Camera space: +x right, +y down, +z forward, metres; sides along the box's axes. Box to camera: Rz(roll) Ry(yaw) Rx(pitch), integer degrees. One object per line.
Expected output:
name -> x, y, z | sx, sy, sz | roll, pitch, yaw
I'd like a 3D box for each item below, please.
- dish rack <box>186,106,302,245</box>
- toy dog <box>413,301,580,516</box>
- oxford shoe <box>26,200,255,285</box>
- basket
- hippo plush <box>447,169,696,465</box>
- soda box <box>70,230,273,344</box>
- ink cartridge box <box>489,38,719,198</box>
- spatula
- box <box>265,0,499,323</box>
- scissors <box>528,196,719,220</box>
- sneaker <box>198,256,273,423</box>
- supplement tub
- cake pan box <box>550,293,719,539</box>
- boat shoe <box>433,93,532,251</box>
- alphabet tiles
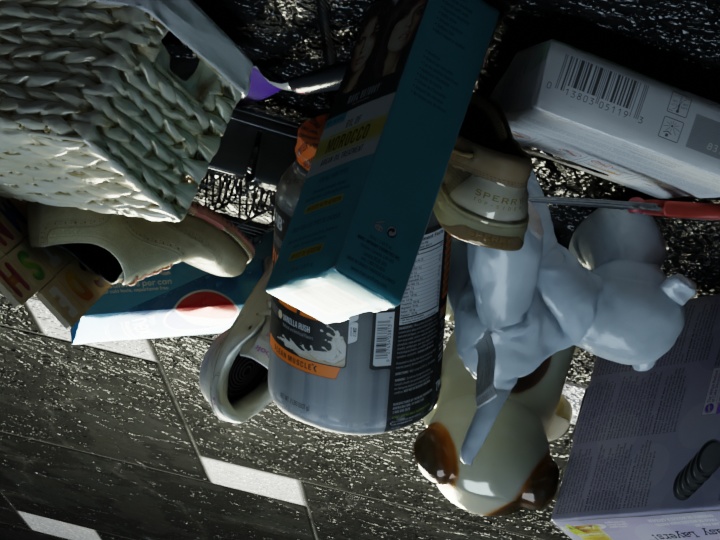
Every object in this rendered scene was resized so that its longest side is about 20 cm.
dish rack -> -0.108, -0.069, 1.563 | 0.153, 0.055, 0.200 | 16, 165, -19
toy dog -> 0.115, 0.091, 1.631 | 0.139, 0.200, 0.194 | 20, 161, -15
oxford shoe -> -0.161, -0.020, 1.530 | 0.200, 0.074, 0.071 | 20, 161, -39
basket -> -0.194, -0.118, 1.388 | 0.200, 0.124, 0.136 | 8, 160, 32
hippo plush -> 0.145, 0.005, 1.444 | 0.160, 0.200, 0.159 | 0, 143, -9
soda box -> -0.130, 0.010, 1.682 | 0.200, 0.068, 0.064 | -4, 158, -16
ink cartridge box -> 0.160, -0.091, 1.358 | 0.161, 0.050, 0.200 | 19, 179, -11
spatula -> -0.048, -0.126, 1.409 | 0.056, 0.021, 0.200 | 25, 168, -34
box -> 0.014, -0.071, 1.257 | 0.049, 0.200, 0.082 | 29, 157, -25
scissors -> 0.193, -0.042, 1.382 | 0.073, 0.014, 0.200 | 6, -179, 41
sneaker -> -0.049, 0.034, 1.610 | 0.075, 0.200, 0.100 | 31, -172, -12
supplement tub -> 0.000, 0.000, 1.457 | 0.122, 0.200, 0.123 | 3, -157, -1
cake pan box -> 0.244, 0.104, 1.572 | 0.184, 0.200, 0.052 | -11, 139, 42
boat shoe -> 0.067, -0.078, 1.306 | 0.071, 0.065, 0.200 | 8, -158, -18
alphabet tiles -> -0.239, -0.042, 1.500 | 0.008, 0.200, 0.167 | -39, 96, 19
